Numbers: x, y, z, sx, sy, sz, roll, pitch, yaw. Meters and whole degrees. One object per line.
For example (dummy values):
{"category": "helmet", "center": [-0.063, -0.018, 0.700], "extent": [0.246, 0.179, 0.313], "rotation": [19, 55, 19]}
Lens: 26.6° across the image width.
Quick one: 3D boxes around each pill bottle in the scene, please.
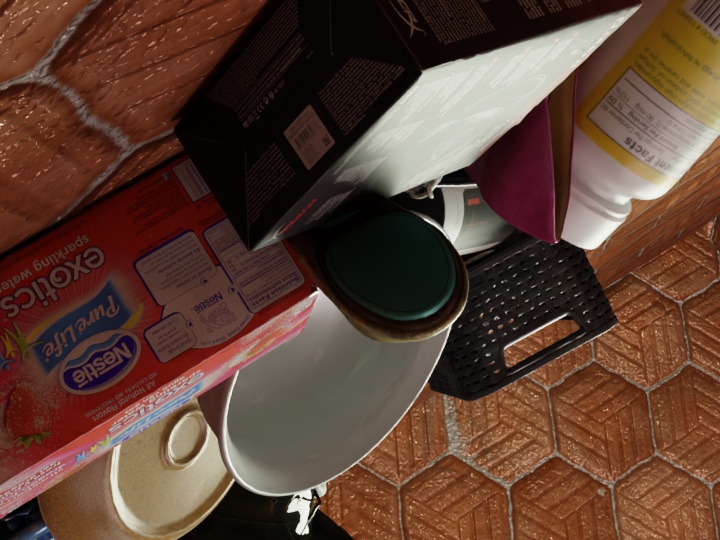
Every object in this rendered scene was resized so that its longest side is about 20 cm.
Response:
{"category": "pill bottle", "center": [0.171, -0.117, 0.915], "extent": [0.200, 0.114, 0.114], "rotation": [-50, 165, 22]}

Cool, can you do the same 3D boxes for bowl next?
{"category": "bowl", "center": [-0.037, 0.034, 0.961], "extent": [0.200, 0.090, 0.202], "rotation": [-32, 140, -31]}

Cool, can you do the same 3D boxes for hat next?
{"category": "hat", "center": [-0.087, 0.162, 1.149], "extent": [0.200, 0.199, 0.082], "rotation": [-10, 116, -67]}

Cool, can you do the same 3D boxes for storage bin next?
{"category": "storage bin", "center": [0.110, 0.030, 1.244], "extent": [0.134, 0.094, 0.200], "rotation": [-27, -178, -8]}

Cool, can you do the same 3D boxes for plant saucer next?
{"category": "plant saucer", "center": [-0.125, 0.104, 1.001], "extent": [0.200, 0.035, 0.202], "rotation": [-29, 129, -44]}

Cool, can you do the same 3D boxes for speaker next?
{"category": "speaker", "center": [0.058, -0.049, 1.095], "extent": [0.081, 0.082, 0.200], "rotation": [-37, 170, 22]}

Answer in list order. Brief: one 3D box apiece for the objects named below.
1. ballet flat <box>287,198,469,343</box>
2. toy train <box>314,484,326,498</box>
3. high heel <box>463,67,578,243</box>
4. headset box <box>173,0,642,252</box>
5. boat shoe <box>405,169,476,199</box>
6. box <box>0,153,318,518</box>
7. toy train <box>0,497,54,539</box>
{"category": "ballet flat", "center": [0.001, -0.005, 0.800], "extent": [0.070, 0.200, 0.071], "rotation": [-16, 124, -24]}
{"category": "toy train", "center": [-0.114, 0.160, 1.331], "extent": [0.198, 0.116, 0.087], "rotation": [-8, 174, 8]}
{"category": "high heel", "center": [0.120, -0.112, 0.836], "extent": [0.067, 0.096, 0.201], "rotation": [-18, 147, -56]}
{"category": "headset box", "center": [0.031, -0.101, 0.740], "extent": [0.199, 0.078, 0.149], "rotation": [-26, 168, -45]}
{"category": "boat shoe", "center": [0.041, -0.079, 0.928], "extent": [0.072, 0.063, 0.200], "rotation": [-37, 170, 24]}
{"category": "box", "center": [-0.131, 0.032, 0.791], "extent": [0.199, 0.100, 0.096], "rotation": [-32, 171, -14]}
{"category": "toy train", "center": [-0.211, 0.133, 1.056], "extent": [0.199, 0.087, 0.114], "rotation": [-30, 179, -44]}
